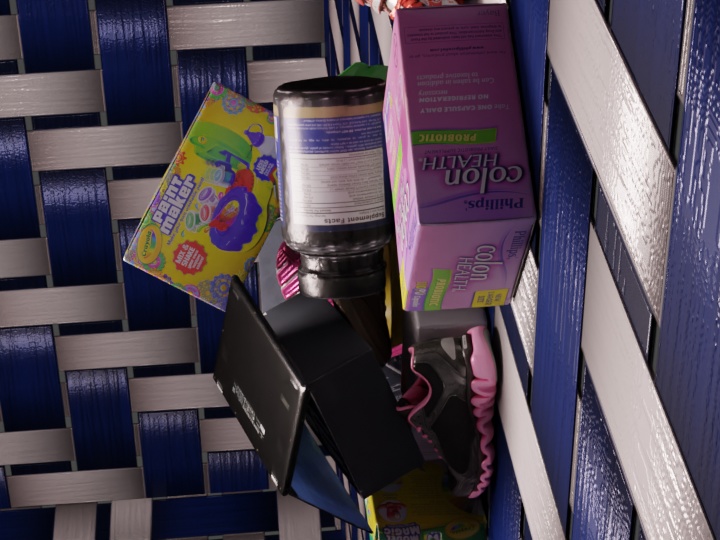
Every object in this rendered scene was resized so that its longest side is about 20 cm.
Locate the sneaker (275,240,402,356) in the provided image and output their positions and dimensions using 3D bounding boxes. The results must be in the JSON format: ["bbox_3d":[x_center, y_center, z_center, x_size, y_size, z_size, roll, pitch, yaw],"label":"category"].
[{"bbox_3d":[-0.017,0.015,1.973,0.200,0.081,0.088,39,-137,-32],"label":"sneaker"}]

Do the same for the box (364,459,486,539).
[{"bbox_3d":[0.062,0.222,1.809,0.200,0.117,0.048,-99,12,-52],"label":"box"}]

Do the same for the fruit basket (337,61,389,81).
[{"bbox_3d":[0.002,-0.114,1.962,0.216,0.155,0.216,9,-90,-79],"label":"fruit basket"}]

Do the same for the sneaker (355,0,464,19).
[{"bbox_3d":[0.046,-0.239,1.619,0.202,0.108,0.067,-98,27,-53],"label":"sneaker"}]

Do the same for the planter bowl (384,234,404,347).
[{"bbox_3d":[0.061,-0.014,1.851,0.200,0.083,0.201,176,90,-85],"label":"planter bowl"}]

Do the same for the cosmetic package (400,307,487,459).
[{"bbox_3d":[0.082,0.088,1.749,0.102,0.071,0.200,-98,7,-46],"label":"cosmetic package"}]

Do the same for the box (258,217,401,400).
[{"bbox_3d":[-0.018,0.049,2.132,0.197,0.124,0.201,35,-138,-50],"label":"box"}]

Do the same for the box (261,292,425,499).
[{"bbox_3d":[-0.023,0.117,1.745,0.141,0.079,0.200,62,173,-24],"label":"box"}]

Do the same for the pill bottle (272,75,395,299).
[{"bbox_3d":[-0.023,-0.079,1.660,0.112,0.111,0.201,-112,18,-76],"label":"pill bottle"}]

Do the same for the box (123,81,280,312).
[{"bbox_3d":[-0.146,-0.080,1.809,0.200,0.122,0.193,-62,6,3],"label":"box"}]

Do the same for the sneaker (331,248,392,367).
[{"bbox_3d":[0.000,0.000,1.757,0.200,0.075,0.070,65,174,-12],"label":"sneaker"}]

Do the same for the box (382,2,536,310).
[{"bbox_3d":[0.079,-0.092,1.470,0.176,0.096,0.201,97,168,-66],"label":"box"}]

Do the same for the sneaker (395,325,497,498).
[{"bbox_3d":[0.080,0.138,1.665,0.079,0.095,0.200,-102,8,-53],"label":"sneaker"}]

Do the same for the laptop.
[{"bbox_3d":[-0.057,0.132,1.709,0.187,0.116,0.200,52,139,46],"label":"laptop"}]
